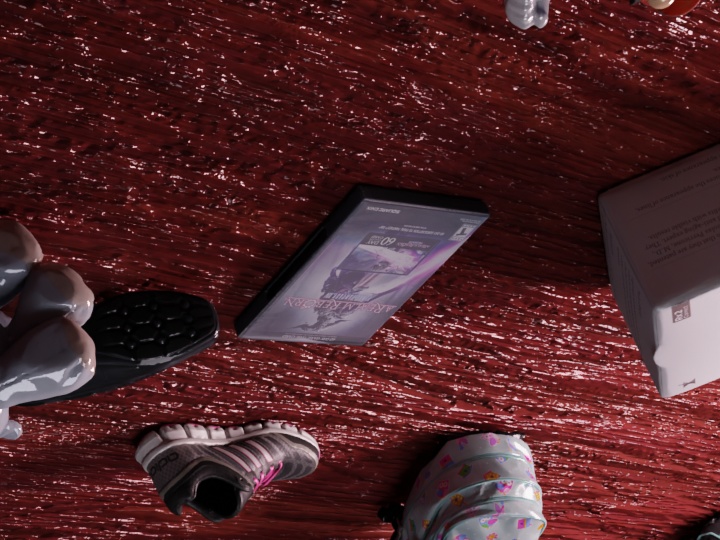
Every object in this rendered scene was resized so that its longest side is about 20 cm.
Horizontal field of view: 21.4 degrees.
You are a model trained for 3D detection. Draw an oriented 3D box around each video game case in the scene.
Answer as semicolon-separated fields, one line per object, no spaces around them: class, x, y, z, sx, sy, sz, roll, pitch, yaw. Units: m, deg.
video game case;0.000;0.000;1.632;0.142;0.019;0.200;5;140;-39

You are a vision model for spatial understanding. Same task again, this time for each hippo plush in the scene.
hippo plush;-0.275;0.078;1.419;0.158;0.201;0.161;6;155;-5

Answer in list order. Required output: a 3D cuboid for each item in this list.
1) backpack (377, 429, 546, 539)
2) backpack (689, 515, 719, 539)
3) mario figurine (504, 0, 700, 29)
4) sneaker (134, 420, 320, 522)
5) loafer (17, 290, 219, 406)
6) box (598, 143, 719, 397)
backpack;0.125;0.257;2.033;0.166;0.127;0.201;-6;144;-20
backpack;0.527;0.419;2.498;0.153;0.200;0.176;-24;154;-31
mario figurine;0.168;-0.216;1.291;0.199;0.107;0.123;11;173;-33
sneaker;-0.118;0.196;1.805;0.199;0.088;0.074;5;141;-40
loafer;-0.212;0.065;1.552;0.199;0.068;0.070;-14;158;-3
box;0.334;-0.009;1.727;0.199;0.131;0.199;-22;151;0
